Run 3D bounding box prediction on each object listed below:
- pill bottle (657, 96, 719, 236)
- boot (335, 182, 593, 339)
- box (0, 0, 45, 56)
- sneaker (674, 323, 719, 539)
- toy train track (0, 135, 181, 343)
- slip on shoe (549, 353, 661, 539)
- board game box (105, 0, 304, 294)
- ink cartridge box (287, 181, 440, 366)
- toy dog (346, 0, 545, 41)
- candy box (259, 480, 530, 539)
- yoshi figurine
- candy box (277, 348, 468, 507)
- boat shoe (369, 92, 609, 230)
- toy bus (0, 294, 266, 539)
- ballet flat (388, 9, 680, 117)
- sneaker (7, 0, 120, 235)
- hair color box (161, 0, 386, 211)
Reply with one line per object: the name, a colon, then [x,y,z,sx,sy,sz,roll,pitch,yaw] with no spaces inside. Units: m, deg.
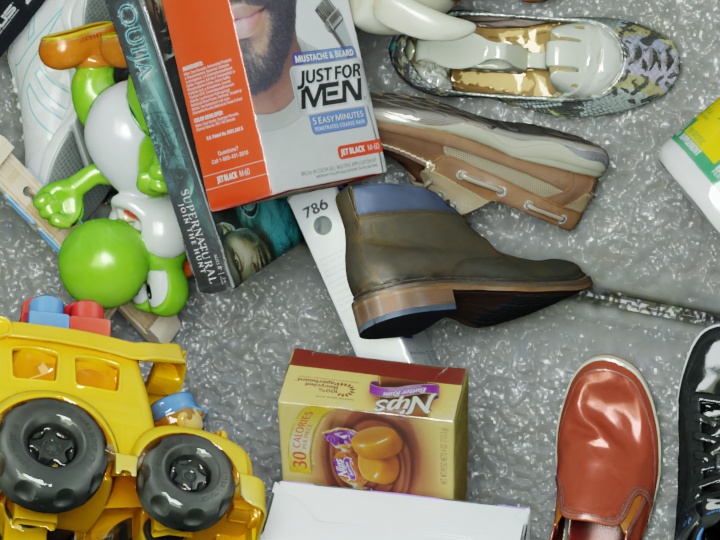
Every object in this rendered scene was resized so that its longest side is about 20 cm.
pill bottle: [0.304,-0.098,1.570,0.200,0.113,0.113,-39,82,6]
boot: [0.069,-0.015,1.583,0.075,0.200,0.097,-31,71,45]
box: [-0.249,-0.267,1.677,0.200,0.049,0.161,-50,55,4]
sneaker: [0.242,0.134,1.570,0.073,0.112,0.200,1,88,9]
toy train track: [-0.190,-0.021,1.637,0.200,0.033,0.115,47,61,-23]
slip on shoe: [0.160,0.156,1.609,0.074,0.061,0.200,7,87,12]
board game box: [-0.097,-0.096,1.552,0.028,0.135,0.200,-13,100,23]
ink cartridge box: [0.000,0.000,1.624,0.039,0.099,0.200,-24,83,11]
toy dog: [0.063,-0.233,1.590,0.194,0.200,0.140,44,136,44]
candy box: [0.024,0.240,1.568,0.167,0.072,0.200,5,129,10]
yoshi figurine: [-0.163,-0.059,1.579,0.112,0.112,0.200,-10,105,-3]
candy box: [0.010,0.146,1.579,0.116,0.057,0.200,7,130,9]
boat shoe: [0.068,-0.070,1.608,0.200,0.076,0.072,13,101,-11]
toy bus: [-0.163,0.099,1.515,0.200,0.136,0.192,10,51,-13]
ballet flat: [0.115,-0.142,1.627,0.200,0.072,0.072,4,88,10]
sneaker: [-0.210,-0.124,1.689,0.080,0.070,0.201,13,95,35]
hair color box: [-0.060,-0.146,1.511,0.064,0.111,0.200,-14,90,43]
